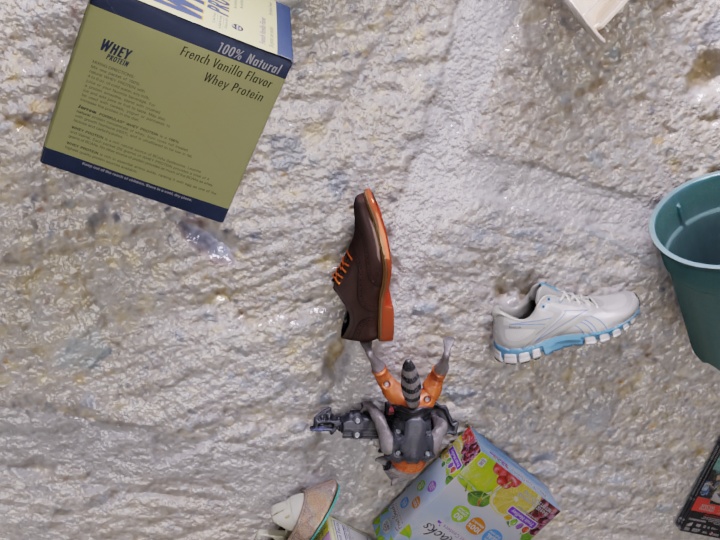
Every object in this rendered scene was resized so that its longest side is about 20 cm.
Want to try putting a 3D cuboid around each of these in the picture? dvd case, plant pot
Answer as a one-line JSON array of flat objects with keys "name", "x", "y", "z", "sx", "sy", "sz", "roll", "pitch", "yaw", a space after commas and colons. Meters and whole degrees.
[{"name": "dvd case", "x": 0.565, "y": 0.308, "z": 1.484, "sx": 0.145, "sy": 0.022, "sz": 0.201, "roll": 14, "pitch": 111, "yaw": -16}, {"name": "plant pot", "x": 0.472, "y": 0.010, "z": 1.254, "sx": 0.199, "sy": 0.201, "sz": 0.197, "roll": -22, "pitch": 124, "yaw": -1}]

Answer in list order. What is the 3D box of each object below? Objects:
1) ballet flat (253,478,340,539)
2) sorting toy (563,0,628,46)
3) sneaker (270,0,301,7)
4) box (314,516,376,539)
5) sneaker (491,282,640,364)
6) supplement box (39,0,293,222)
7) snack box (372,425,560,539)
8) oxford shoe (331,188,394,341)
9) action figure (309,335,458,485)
[{"name": "ballet flat", "x": -0.100, "y": 0.352, "z": 1.351, "sx": 0.067, "sy": 0.068, "sz": 0.201, "roll": 27, "pitch": 104, "yaw": -13}, {"name": "sorting toy", "x": 0.261, "y": -0.382, "z": 1.090, "sx": 0.180, "sy": 0.107, "sz": 0.200, "roll": 42, "pitch": 101, "yaw": -16}, {"name": "sneaker", "x": -0.039, "y": -0.334, "z": 1.058, "sx": 0.199, "sy": 0.081, "sz": 0.075, "roll": -33, "pitch": 117, "yaw": 6}, {"name": "box", "x": -0.012, "y": 0.469, "z": 1.400, "sx": 0.199, "sy": 0.097, "sz": 0.176, "roll": 32, "pitch": 104, "yaw": -21}, {"name": "sneaker", "x": 0.259, "y": 0.051, "z": 1.288, "sx": 0.198, "sy": 0.075, "sz": 0.087, "roll": -17, "pitch": 110, "yaw": -4}, {"name": "supplement box", "x": -0.196, "y": -0.192, "z": 1.035, "sx": 0.198, "sy": 0.135, "sz": 0.201, "roll": 18, "pitch": 122, "yaw": -18}, {"name": "snack box", "x": 0.144, "y": 0.340, "z": 1.391, "sx": 0.168, "sy": 0.068, "sz": 0.200, "roll": 38, "pitch": 103, "yaw": -23}, {"name": "oxford shoe", "x": 0.000, "y": 0.000, "z": 1.215, "sx": 0.072, "sy": 0.071, "sz": 0.202, "roll": -6, "pitch": 114, "yaw": -3}, {"name": "action figure", "x": 0.036, "y": 0.184, "z": 1.284, "sx": 0.198, "sy": 0.105, "sz": 0.195, "roll": -5, "pitch": 109, "yaw": -7}]
